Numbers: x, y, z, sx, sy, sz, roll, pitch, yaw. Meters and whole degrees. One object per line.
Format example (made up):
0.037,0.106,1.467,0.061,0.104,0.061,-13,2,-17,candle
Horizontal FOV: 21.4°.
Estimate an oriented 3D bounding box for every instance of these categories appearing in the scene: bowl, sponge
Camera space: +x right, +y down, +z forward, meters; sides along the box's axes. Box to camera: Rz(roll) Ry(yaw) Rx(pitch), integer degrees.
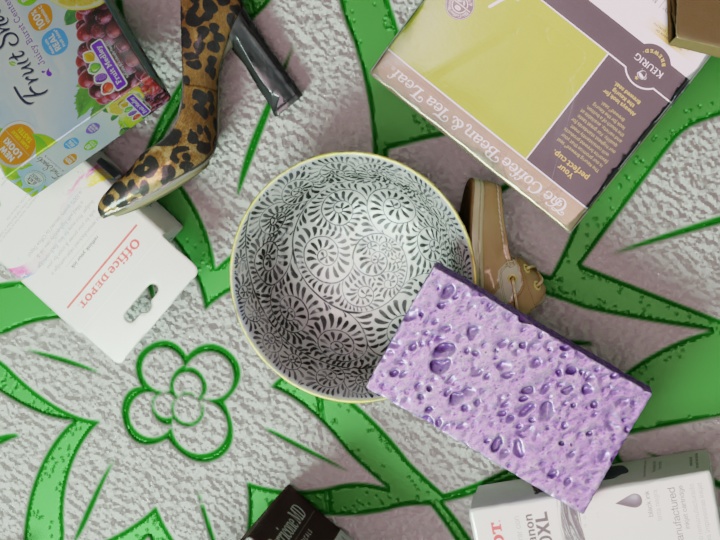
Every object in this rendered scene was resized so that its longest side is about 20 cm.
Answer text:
0.000,0.000,1.549,0.199,0.094,0.202,1,98,9,bowl
0.116,0.092,1.484,0.199,0.030,0.112,30,99,-1,sponge

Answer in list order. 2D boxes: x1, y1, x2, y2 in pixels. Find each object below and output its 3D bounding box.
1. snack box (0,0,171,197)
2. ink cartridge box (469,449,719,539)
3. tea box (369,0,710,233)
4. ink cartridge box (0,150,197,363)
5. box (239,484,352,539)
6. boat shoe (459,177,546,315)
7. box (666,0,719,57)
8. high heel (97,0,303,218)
-0.261,-0.181,1.542,0.142,0.053,0.201,-35,65,5,snack box
0.198,0.238,1.553,0.199,0.084,0.146,-10,95,11,ink cartridge box
0.148,-0.170,1.481,0.200,0.134,0.197,39,101,2,tea box
-0.233,-0.031,1.597,0.200,0.067,0.117,43,101,3,ink cartridge box
-0.050,0.317,1.565,0.200,0.166,0.164,41,103,1,box
0.118,0.023,1.550,0.066,0.074,0.201,-5,98,-3,boat shoe
0.321,-0.217,1.422,0.199,0.021,0.164,12,61,-15,box
-0.162,-0.145,1.549,0.200,0.071,0.143,-37,96,-15,high heel
